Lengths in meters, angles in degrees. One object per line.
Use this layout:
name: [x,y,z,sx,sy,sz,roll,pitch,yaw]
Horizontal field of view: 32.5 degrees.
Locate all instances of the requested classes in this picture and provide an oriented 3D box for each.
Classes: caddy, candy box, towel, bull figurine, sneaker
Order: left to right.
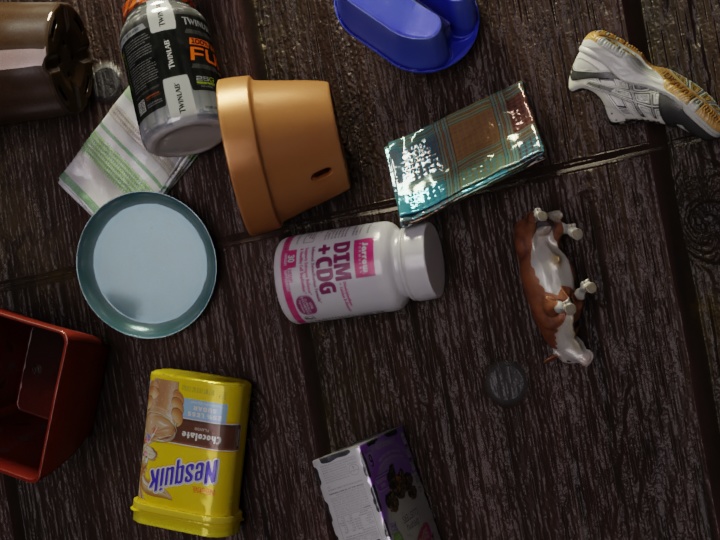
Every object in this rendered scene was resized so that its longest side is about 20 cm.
towel: [-0.319,-0.154,1.712,0.149,0.031,0.201,42,103,13]
candy box: [0.030,0.308,1.524,0.071,0.167,0.202,-21,85,19]
caddy: [0.056,-0.338,1.545,0.199,0.105,0.142,37,78,15]
towel: [0.125,-0.147,1.522,0.198,0.022,0.148,-26,45,16]
bull figurine: [0.235,0.018,1.485,0.064,0.121,0.202,-15,77,-17]
sneaker: [0.340,-0.202,1.474,0.199,0.075,0.088,37,117,18]

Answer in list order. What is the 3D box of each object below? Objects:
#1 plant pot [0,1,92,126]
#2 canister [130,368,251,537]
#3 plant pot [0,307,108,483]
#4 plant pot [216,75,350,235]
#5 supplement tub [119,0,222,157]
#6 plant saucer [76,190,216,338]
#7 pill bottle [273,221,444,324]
plant pot: [-0.486,-0.282,1.693,0.196,0.200,0.203,-2,90,10]
canister: [-0.224,0.241,1.655,0.147,0.086,0.203,6,91,18]
plant pot: [-0.454,0.154,1.684,0.198,0.176,0.202,15,94,18]
plant pot: [-0.092,-0.157,1.562,0.138,0.200,0.203,-12,86,1]
supplement tub: [-0.248,-0.262,1.630,0.121,0.122,0.202,-20,75,18]
plant saucer: [-0.290,-0.008,1.687,0.197,0.027,0.203,1,97,7]
pill bottle: [0.000,0.000,1.560,0.198,0.113,0.115,-9,88,18]
